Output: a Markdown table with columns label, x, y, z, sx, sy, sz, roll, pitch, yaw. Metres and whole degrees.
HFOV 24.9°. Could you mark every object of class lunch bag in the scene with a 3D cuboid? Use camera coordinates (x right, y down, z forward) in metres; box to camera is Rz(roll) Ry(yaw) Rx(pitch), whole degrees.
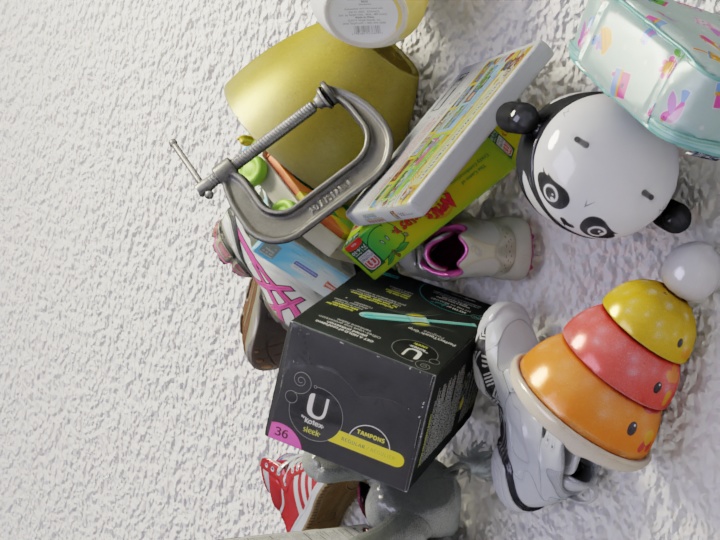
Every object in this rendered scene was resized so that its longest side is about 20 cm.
| label | x | y | z | sx | sy | sz | roll | pitch | yaw |
| --- | --- | --- | --- | --- | --- | --- | --- | --- | --- |
| lunch bag | 0.270 | -0.150 | 1.286 | 0.200 | 0.160 | 0.077 | 53 | 127 | 49 |

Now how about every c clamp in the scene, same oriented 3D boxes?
| label | x | y | z | sx | sy | sz | roll | pitch | yaw |
| --- | --- | --- | --- | --- | --- | --- | --- | --- | --- |
| c clamp | -0.073 | -0.117 | 1.600 | 0.200 | 0.027 | 0.171 | -31 | 65 | 3 |

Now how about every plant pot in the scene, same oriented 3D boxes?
| label | x | y | z | sx | sy | sz | roll | pitch | yaw |
| --- | --- | --- | --- | --- | --- | --- | --- | --- | --- |
| plant pot | -0.022 | -0.184 | 1.709 | 0.142 | 0.200 | 0.200 | -49 | 48 | 17 |

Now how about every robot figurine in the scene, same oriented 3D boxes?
| label | x | y | z | sx | sy | sz | roll | pitch | yaw |
| --- | --- | --- | --- | --- | --- | --- | --- | --- | --- |
| robot figurine | 0.196 | -0.088 | 1.380 | 0.200 | 0.150 | 0.125 | -111 | 14 | -83 |

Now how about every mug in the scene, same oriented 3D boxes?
| label | x | y | z | sx | sy | sz | roll | pitch | yaw |
| --- | --- | --- | --- | --- | --- | --- | --- | --- | --- |
| mug | 0.024 | -0.310 | 1.611 | 0.187 | 0.149 | 0.153 | -38 | 30 | 37 |

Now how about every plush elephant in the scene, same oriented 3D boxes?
| label | x | y | z | sx | sy | sz | roll | pitch | yaw |
| --- | --- | --- | --- | --- | --- | --- | --- | --- | --- |
| plush elephant | 0.045 | 0.253 | 1.630 | 0.155 | 0.200 | 0.165 | 92 | 155 | -47 |

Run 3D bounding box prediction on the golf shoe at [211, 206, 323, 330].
| label | x | y | z | sx | sy | sz | roll | pitch | yaw |
| --- | --- | --- | --- | --- | --- | --- | --- | --- | --- |
| golf shoe | -0.076 | 0.004 | 1.793 | 0.200 | 0.073 | 0.092 | 43 | 143 | -2 |

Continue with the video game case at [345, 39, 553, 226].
| label | x | y | z | sx | sy | sz | roll | pitch | yaw |
| --- | --- | --- | --- | --- | --- | --- | --- | --- | --- |
| video game case | 0.080 | -0.125 | 1.530 | 0.200 | 0.023 | 0.182 | -51 | 13 | -13 |

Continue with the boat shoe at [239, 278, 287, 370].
| label | x | y | z | sx | sy | sz | roll | pitch | yaw |
| --- | --- | --- | --- | --- | --- | --- | --- | --- | --- |
| boat shoe | -0.101 | 0.016 | 1.904 | 0.072 | 0.076 | 0.200 | 46 | 121 | 55 |

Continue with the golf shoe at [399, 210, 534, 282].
| label | x | y | z | sx | sy | sz | roll | pitch | yaw |
| --- | --- | --- | --- | --- | --- | --- | --- | --- | --- |
| golf shoe | 0.084 | -0.024 | 1.617 | 0.200 | 0.091 | 0.075 | -4 | 88 | 57 |

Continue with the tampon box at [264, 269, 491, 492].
| label | x | y | z | sx | sy | sz | roll | pitch | yaw |
| --- | --- | --- | --- | --- | --- | --- | --- | --- | --- |
| tampon box | 0.024 | 0.098 | 1.565 | 0.150 | 0.200 | 0.126 | 20 | 112 | 17 |

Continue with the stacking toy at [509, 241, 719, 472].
| label | x | y | z | sx | sy | sz | roll | pitch | yaw |
| --- | --- | --- | --- | --- | --- | --- | --- | --- | --- |
| stacking toy | 0.234 | 0.057 | 1.385 | 0.200 | 0.146 | 0.146 | -56 | 45 | 19 |

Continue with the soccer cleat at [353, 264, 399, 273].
| label | x | y | z | sx | sy | sz | roll | pitch | yaw |
| --- | --- | --- | --- | --- | --- | --- | --- | --- | --- |
| soccer cleat | 0.000 | 0.000 | 1.745 | 0.068 | 0.081 | 0.200 | -61 | 42 | 35 |

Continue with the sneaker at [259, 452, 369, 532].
| label | x | y | z | sx | sy | sz | roll | pitch | yaw |
| --- | --- | --- | --- | --- | --- | --- | --- | --- | --- |
| sneaker | -0.050 | 0.221 | 1.830 | 0.113 | 0.071 | 0.200 | 60 | 138 | 32 |

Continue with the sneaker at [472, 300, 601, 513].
| label | x | y | z | sx | sy | sz | roll | pitch | yaw |
| --- | --- | --- | --- | --- | --- | --- | --- | --- | --- |
| sneaker | 0.171 | 0.124 | 1.506 | 0.115 | 0.075 | 0.200 | -10 | 86 | 54 |

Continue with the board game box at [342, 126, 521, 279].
| label | x | y | z | sx | sy | sz | roll | pitch | yaw |
| --- | --- | --- | --- | --- | --- | --- | --- | --- | --- |
| board game box | 0.074 | -0.084 | 1.585 | 0.200 | 0.048 | 0.102 | -39 | 16 | 34 |

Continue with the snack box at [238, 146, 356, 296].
| label | x | y | z | sx | sy | sz | roll | pitch | yaw |
| --- | --- | --- | --- | --- | --- | --- | --- | --- | --- |
| snack box | -0.070 | -0.054 | 1.727 | 0.037 | 0.116 | 0.200 | -47 | 27 | 18 |

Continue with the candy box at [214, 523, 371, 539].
| label | x | y | z | sx | sy | sz | roll | pitch | yaw |
| --- | --- | --- | --- | --- | --- | --- | --- | --- | --- |
| candy box | -0.071 | 0.351 | 1.745 | 0.061 | 0.200 | 0.137 | 32 | 115 | 51 |

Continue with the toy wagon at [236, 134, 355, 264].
| label | x | y | z | sx | sy | sz | roll | pitch | yaw |
| --- | --- | --- | --- | --- | --- | --- | --- | --- | --- |
| toy wagon | -0.061 | -0.084 | 1.689 | 0.040 | 0.155 | 0.200 | -48 | 58 | 18 |
